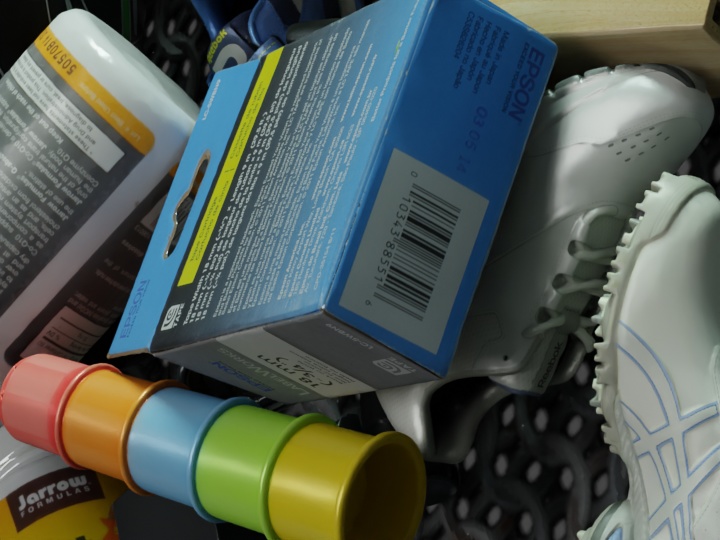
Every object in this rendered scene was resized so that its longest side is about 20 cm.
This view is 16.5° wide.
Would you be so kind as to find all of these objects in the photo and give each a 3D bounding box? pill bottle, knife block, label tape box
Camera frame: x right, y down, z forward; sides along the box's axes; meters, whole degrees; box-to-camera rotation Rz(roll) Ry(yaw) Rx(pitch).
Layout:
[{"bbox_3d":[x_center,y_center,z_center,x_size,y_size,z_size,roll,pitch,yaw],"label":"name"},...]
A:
[{"bbox_3d":[-0.157,-0.013,1.151,0.200,0.116,0.116,-47,43,4],"label":"pill bottle"},{"bbox_3d":[-0.130,0.165,1.228,0.109,0.109,0.200,-56,43,30],"label":"pill bottle"},{"bbox_3d":[0.059,-0.100,1.028,0.176,0.064,0.200,-43,48,16],"label":"knife block"},{"bbox_3d":[-0.015,-0.025,1.011,0.200,0.063,0.145,-14,52,61],"label":"label tape box"}]

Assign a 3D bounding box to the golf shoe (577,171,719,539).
[{"bbox_3d":[0.136,0.065,0.936,0.097,0.078,0.201,6,95,29],"label":"golf shoe"}]

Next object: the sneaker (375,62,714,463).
[{"bbox_3d":[0.076,0.000,0.995,0.200,0.074,0.087,-49,44,30],"label":"sneaker"}]

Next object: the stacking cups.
[{"bbox_3d":[-0.071,0.075,1.032,0.199,0.060,0.061,12,92,33],"label":"stacking cups"}]

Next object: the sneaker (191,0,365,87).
[{"bbox_3d":[-0.030,-0.077,1.171,0.074,0.082,0.201,-48,50,35],"label":"sneaker"}]

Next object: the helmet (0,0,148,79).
[{"bbox_3d":[-0.195,-0.148,1.241,0.200,0.199,0.192,42,138,49],"label":"helmet"}]

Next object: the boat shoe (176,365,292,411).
[{"bbox_3d":[0.000,0.000,1.088,0.076,0.060,0.200,46,109,9],"label":"boat shoe"}]

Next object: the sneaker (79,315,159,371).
[{"bbox_3d":[-0.130,0.033,1.239,0.199,0.104,0.060,-17,99,42],"label":"sneaker"}]

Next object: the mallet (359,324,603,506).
[{"bbox_3d":[0.071,0.049,1.046,0.200,0.041,0.066,-23,61,45],"label":"mallet"}]

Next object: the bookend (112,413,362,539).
[{"bbox_3d":[-0.081,0.161,1.087,0.092,0.199,0.200,-42,51,40],"label":"bookend"}]
